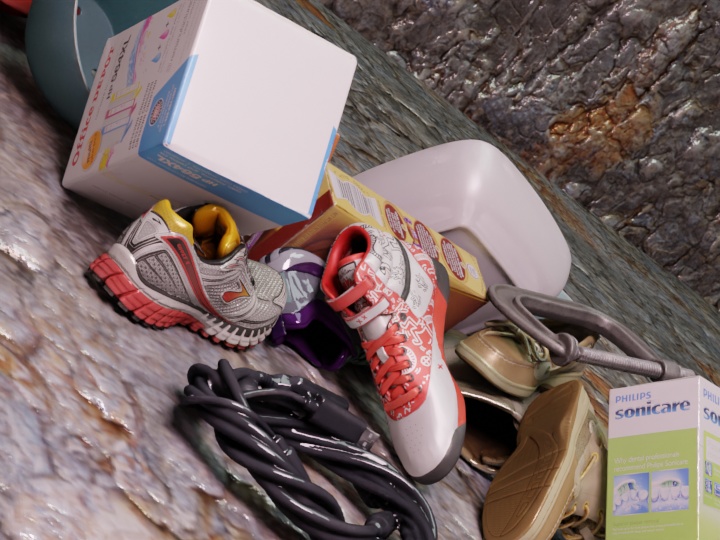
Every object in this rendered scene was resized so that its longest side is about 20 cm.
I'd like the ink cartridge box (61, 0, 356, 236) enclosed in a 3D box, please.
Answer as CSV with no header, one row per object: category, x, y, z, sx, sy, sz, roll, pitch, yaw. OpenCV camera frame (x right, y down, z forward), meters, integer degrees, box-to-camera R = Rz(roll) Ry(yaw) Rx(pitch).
ink cartridge box,-0.119,-0.104,1.191,0.125,0.129,0.200,25,-20,-29

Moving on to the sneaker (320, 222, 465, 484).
sneaker,0.019,0.058,1.232,0.108,0.067,0.202,30,44,-37

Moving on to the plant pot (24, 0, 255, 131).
plant pot,-0.199,-0.189,1.351,0.134,0.201,0.200,1,-19,42

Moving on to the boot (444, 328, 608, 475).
boot,0.138,0.137,1.419,0.200,0.072,0.155,33,13,-10

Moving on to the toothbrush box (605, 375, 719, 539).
toothbrush box,0.262,0.202,1.275,0.145,0.086,0.201,29,57,-45

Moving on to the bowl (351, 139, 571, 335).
bowl,0.073,-0.010,1.470,0.200,0.199,0.075,51,32,-35

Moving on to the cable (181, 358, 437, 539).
cable,-0.034,0.124,1.017,0.200,0.051,0.163,33,19,-43

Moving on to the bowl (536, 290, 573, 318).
bowl,0.146,0.035,1.706,0.201,0.105,0.201,42,8,-7

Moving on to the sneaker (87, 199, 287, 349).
sneaker,-0.101,0.001,1.147,0.078,0.082,0.200,45,12,22

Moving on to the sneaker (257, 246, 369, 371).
sneaker,-0.009,0.058,1.309,0.200,0.074,0.088,26,40,-37

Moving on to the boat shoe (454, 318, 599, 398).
boat shoe,0.148,0.065,1.406,0.073,0.063,0.200,40,17,29

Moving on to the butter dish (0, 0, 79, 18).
butter dish,-0.319,-0.308,1.478,0.200,0.147,0.200,19,68,-59

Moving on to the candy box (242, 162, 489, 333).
candy box,0.000,0.000,1.356,0.200,0.117,0.057,29,34,-41

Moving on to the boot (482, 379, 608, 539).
boot,0.174,0.199,1.288,0.156,0.073,0.200,56,30,-15

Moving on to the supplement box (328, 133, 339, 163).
supplement box,-0.075,-0.114,1.404,0.069,0.067,0.200,22,7,-18

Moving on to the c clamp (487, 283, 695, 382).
c clamp,0.205,0.063,1.381,0.199,0.027,0.171,16,23,-33
